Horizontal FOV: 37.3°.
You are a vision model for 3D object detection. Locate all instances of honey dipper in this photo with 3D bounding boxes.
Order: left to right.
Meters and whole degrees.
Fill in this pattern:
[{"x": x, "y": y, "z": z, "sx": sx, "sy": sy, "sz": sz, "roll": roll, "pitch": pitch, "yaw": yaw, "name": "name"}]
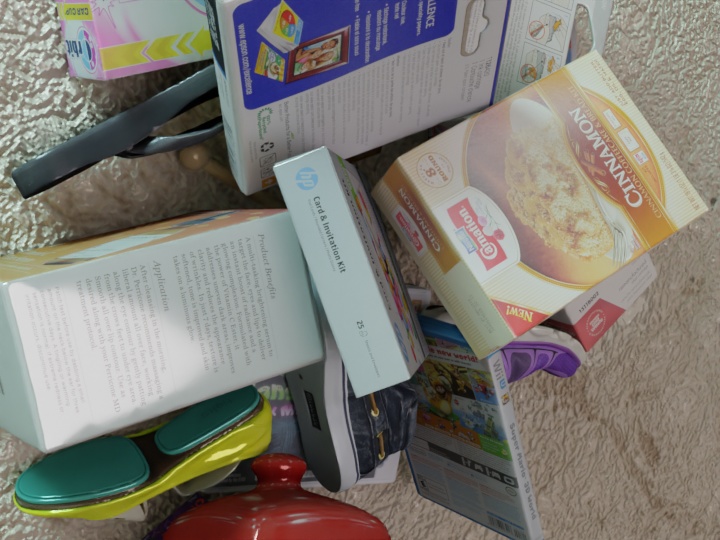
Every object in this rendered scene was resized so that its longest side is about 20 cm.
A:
[{"x": -0.060, "y": -0.050, "z": 0.847, "sx": 0.200, "sy": 0.038, "sz": 0.038, "roll": 32, "pitch": 83, "yaw": -33, "name": "honey dipper"}]

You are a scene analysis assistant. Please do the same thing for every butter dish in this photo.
[{"x": -0.065, "y": 0.214, "z": 0.810, "sx": 0.199, "sy": 0.200, "sz": 0.148, "roll": 16, "pitch": 68, "yaw": -37, "name": "butter dish"}]

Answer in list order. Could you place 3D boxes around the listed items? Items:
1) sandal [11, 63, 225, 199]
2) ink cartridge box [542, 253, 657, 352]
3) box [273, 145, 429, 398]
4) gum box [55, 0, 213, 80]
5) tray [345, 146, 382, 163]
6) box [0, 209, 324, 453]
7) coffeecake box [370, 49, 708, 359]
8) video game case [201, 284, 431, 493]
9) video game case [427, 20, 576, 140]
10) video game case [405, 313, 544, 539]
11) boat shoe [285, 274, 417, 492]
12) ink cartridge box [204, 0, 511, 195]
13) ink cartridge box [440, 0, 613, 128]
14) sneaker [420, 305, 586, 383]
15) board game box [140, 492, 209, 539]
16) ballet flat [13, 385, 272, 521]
[{"x": -0.144, "y": -0.096, "z": 0.748, "sx": 0.200, "sy": 0.076, "sz": 0.043, "roll": -31, "pitch": 98, "yaw": -14, "name": "sandal"}, {"x": 0.193, "y": -0.036, "z": 1.008, "sx": 0.116, "sy": 0.067, "sz": 0.200, "roll": -44, "pitch": 123, "yaw": -18, "name": "ink cartridge box"}, {"x": 0.000, "y": 0.000, "z": 0.754, "sx": 0.041, "sy": 0.200, "sz": 0.156, "roll": -20, "pitch": 87, "yaw": 8, "name": "box"}, {"x": -0.111, "y": -0.210, "z": 0.746, "sx": 0.199, "sy": 0.066, "sz": 0.114, "roll": -19, "pitch": 112, "yaw": -31, "name": "gum box"}, {"x": -0.010, "y": -0.152, "z": 0.784, "sx": 0.098, "sy": 0.037, "sz": 0.200, "roll": -22, "pitch": 151, "yaw": -29, "name": "tray"}, {"x": -0.152, "y": 0.030, "z": 0.718, "sx": 0.199, "sy": 0.152, "sz": 0.107, "roll": -17, "pitch": 101, "yaw": -32, "name": "box"}, {"x": 0.135, "y": -0.052, "z": 0.807, "sx": 0.200, "sy": 0.073, "sz": 0.154, "roll": -31, "pitch": 83, "yaw": -22, "name": "coffeecake box"}, {"x": -0.036, "y": 0.097, "z": 0.907, "sx": 0.199, "sy": 0.023, "sz": 0.183, "roll": 5, "pitch": 99, "yaw": -36, "name": "video game case"}, {"x": 0.125, "y": -0.123, "z": 0.921, "sx": 0.142, "sy": 0.017, "sz": 0.201, "roll": -1, "pitch": 89, "yaw": -21, "name": "video game case"}, {"x": 0.078, "y": 0.129, "z": 0.895, "sx": 0.018, "sy": 0.143, "sz": 0.201, "roll": -32, "pitch": 119, "yaw": -31, "name": "video game case"}, {"x": -0.010, "y": 0.078, "z": 0.870, "sx": 0.091, "sy": 0.071, "sz": 0.201, "roll": -26, "pitch": 121, "yaw": -33, "name": "boat shoe"}, {"x": 0.002, "y": -0.149, "z": 0.702, "sx": 0.199, "sy": 0.047, "sz": 0.198, "roll": -24, "pitch": 153, "yaw": -14, "name": "ink cartridge box"}, {"x": 0.122, "y": -0.209, "z": 0.889, "sx": 0.176, "sy": 0.045, "sz": 0.201, "roll": 16, "pitch": 83, "yaw": -25, "name": "ink cartridge box"}, {"x": 0.123, "y": 0.082, "z": 0.978, "sx": 0.199, "sy": 0.081, "sz": 0.084, "roll": 10, "pitch": 92, "yaw": -38, "name": "sneaker"}, {"x": -0.131, "y": 0.296, "z": 0.889, "sx": 0.120, "sy": 0.032, "sz": 0.200, "roll": -42, "pitch": 122, "yaw": -25, "name": "board game box"}, {"x": -0.155, "y": 0.151, "z": 0.803, "sx": 0.199, "sy": 0.067, "sz": 0.067, "roll": -22, "pitch": 128, "yaw": -20, "name": "ballet flat"}]
